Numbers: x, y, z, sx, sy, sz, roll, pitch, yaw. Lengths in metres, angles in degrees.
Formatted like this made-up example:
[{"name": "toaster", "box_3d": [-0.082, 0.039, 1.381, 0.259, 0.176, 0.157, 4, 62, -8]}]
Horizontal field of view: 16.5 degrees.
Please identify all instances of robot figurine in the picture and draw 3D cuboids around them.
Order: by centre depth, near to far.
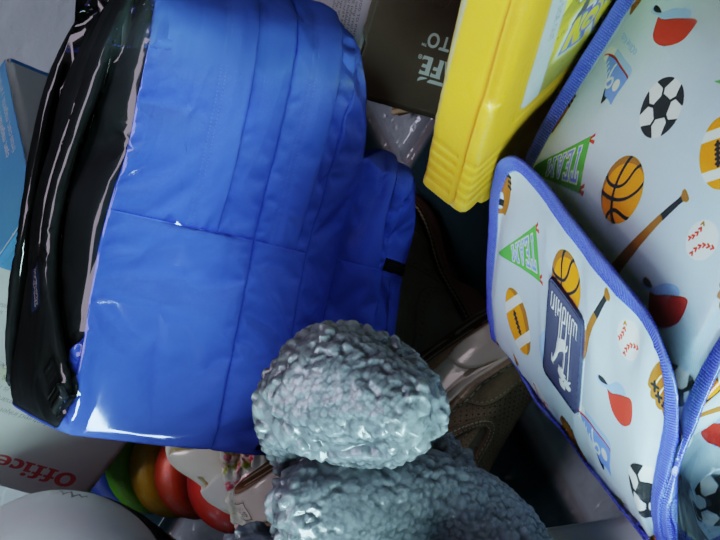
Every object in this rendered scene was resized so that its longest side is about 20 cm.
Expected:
[{"name": "robot figurine", "box_3d": [-0.144, 0.184, 1.295, 0.150, 0.200, 0.125, -37, 75, -3]}]

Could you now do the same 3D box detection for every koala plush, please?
[{"name": "koala plush", "box_3d": [0.042, 0.149, 0.933, 0.200, 0.184, 0.178, 31, 87, 37]}]

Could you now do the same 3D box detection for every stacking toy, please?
[{"name": "stacking toy", "box_3d": [-0.107, 0.102, 1.364, 0.200, 0.085, 0.086, 11, 89, 50]}]

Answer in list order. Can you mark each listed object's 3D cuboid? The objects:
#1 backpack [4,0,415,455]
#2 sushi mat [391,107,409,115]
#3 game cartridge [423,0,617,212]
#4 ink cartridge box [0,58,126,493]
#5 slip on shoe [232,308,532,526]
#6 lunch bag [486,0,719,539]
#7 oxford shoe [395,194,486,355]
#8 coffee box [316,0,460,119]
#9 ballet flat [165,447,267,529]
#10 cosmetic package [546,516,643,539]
[{"name": "backpack", "box_3d": [-0.064, -0.028, 1.075, 0.162, 0.167, 0.201, -174, 92, -68]}, {"name": "sushi mat", "box_3d": [0.077, -0.131, 1.205, 0.200, 0.012, 0.096, -5, 78, 57]}, {"name": "game cartridge", "box_3d": [0.100, -0.129, 0.985, 0.032, 0.176, 0.200, 37, 149, 18]}, {"name": "ink cartridge box", "box_3d": [-0.174, 0.017, 1.302, 0.200, 0.128, 0.125, -51, 36, 27]}, {"name": "slip on shoe", "box_3d": [0.039, 0.068, 1.107, 0.200, 0.061, 0.076, -35, 3, -3]}, {"name": "lunch bag", "box_3d": [0.137, -0.009, 0.961, 0.200, 0.124, 0.170, -58, 35, 17]}, {"name": "oxford shoe", "box_3d": [0.000, 0.000, 1.223, 0.200, 0.075, 0.071, 48, 120, 51]}, {"name": "coffee box", "box_3d": [-0.001, -0.127, 1.205, 0.200, 0.114, 0.080, 24, 99, 57]}, {"name": "ballet flat", "box_3d": [-0.072, 0.062, 1.230, 0.076, 0.064, 0.200, -101, -3, -68]}, {"name": "cosmetic package", "box_3d": [0.081, 0.165, 1.052, 0.200, 0.071, 0.102, -16, 66, 54]}]
